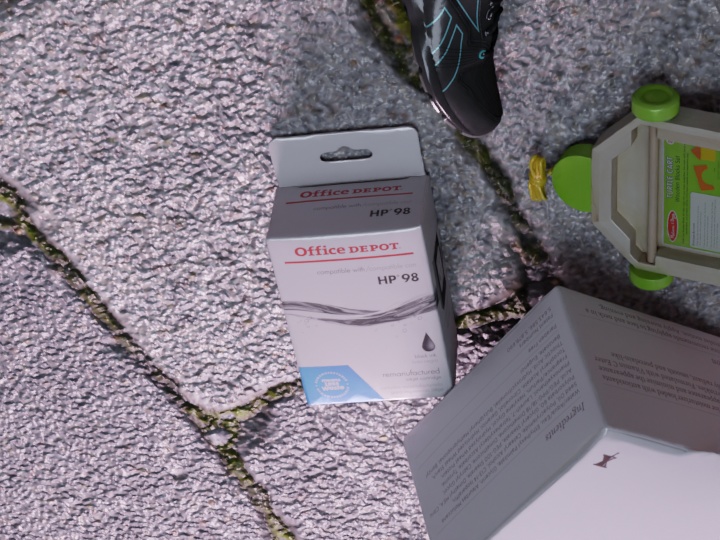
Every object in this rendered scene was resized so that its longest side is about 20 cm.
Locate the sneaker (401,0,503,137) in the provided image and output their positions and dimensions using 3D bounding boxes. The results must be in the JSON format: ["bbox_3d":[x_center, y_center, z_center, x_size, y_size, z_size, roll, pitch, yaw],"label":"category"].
[{"bbox_3d":[0.065,-0.173,1.156,0.079,0.076,0.201,-13,125,15],"label":"sneaker"}]

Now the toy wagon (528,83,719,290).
[{"bbox_3d":[0.212,-0.055,1.234,0.199,0.040,0.156,14,131,23],"label":"toy wagon"}]

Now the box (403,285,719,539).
[{"bbox_3d":[0.173,0.139,1.314,0.198,0.131,0.200,17,131,-33],"label":"box"}]

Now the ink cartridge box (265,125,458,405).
[{"bbox_3d":[0.000,0.000,1.305,0.115,0.067,0.201,-4,127,11],"label":"ink cartridge box"}]
